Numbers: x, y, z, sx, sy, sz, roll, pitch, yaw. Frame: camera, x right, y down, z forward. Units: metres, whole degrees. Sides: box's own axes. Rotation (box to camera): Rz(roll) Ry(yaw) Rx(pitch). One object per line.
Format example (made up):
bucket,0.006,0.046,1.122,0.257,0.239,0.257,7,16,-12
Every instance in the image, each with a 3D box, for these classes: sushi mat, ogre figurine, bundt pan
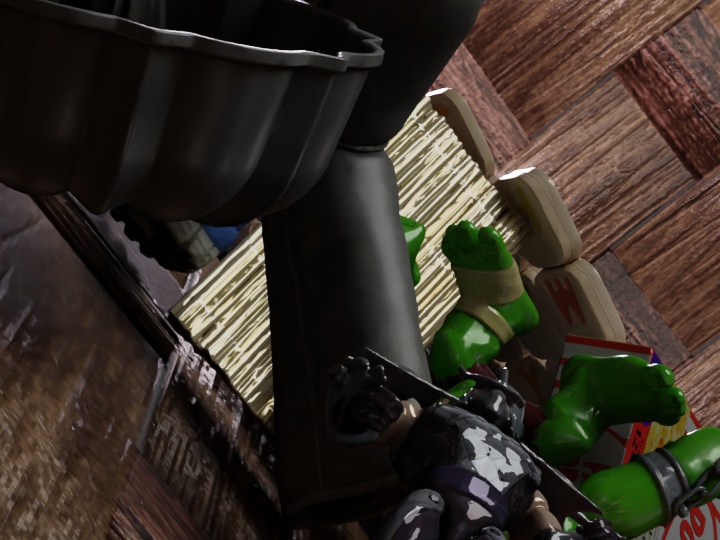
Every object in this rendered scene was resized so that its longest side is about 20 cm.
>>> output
sushi mat,0.000,0.000,1.189,0.096,0.012,0.200,49,51,-5
ogre figurine,0.055,0.065,1.125,0.200,0.120,0.098,43,-25,-5
bundt pan,-0.096,-0.071,0.949,0.201,0.076,0.202,14,13,-3

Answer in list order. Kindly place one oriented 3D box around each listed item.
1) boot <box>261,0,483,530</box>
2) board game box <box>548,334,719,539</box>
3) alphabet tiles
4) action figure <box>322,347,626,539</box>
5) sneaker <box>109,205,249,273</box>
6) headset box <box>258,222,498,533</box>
boot,0.004,-0.011,1.032,0.182,0.072,0.200,135,-43,-60
board game box,0.125,0.141,1.238,0.046,0.152,0.200,8,-21,25
alphabet tiles,0.059,0.002,1.333,0.200,0.015,0.196,-7,-69,63
action figure,0.034,0.094,0.923,0.130,0.069,0.200,26,35,-3
sneaker,-0.104,-0.100,1.156,0.200,0.089,0.079,56,-21,-5
headset box,0.016,0.055,1.280,0.200,0.075,0.149,55,9,16
